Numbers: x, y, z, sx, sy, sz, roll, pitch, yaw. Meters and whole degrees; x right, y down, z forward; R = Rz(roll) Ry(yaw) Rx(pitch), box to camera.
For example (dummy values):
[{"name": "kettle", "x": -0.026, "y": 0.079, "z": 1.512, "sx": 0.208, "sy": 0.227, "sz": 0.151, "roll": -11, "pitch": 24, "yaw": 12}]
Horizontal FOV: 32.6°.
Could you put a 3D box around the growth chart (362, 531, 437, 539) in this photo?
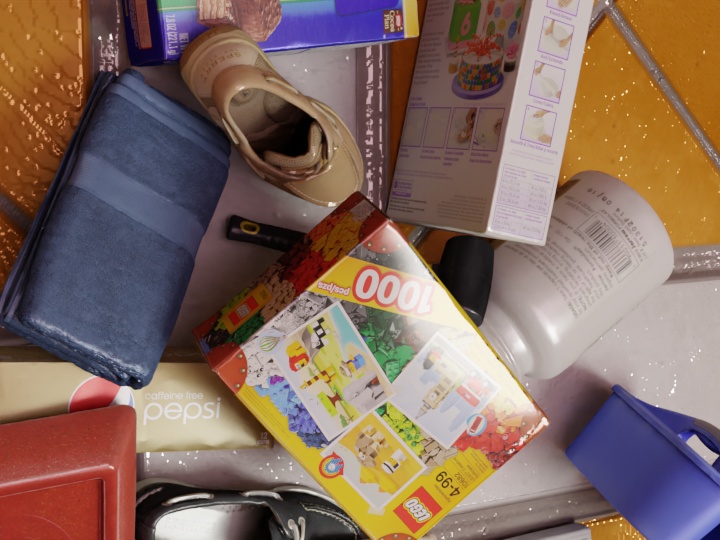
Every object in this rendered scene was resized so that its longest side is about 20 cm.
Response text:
[{"name": "growth chart", "x": 0.009, "y": 0.297, "z": 0.929, "sx": 0.144, "sy": 0.018, "sz": 0.201, "roll": 14, "pitch": 71, "yaw": -43}]

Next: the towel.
[{"name": "towel", "x": -0.156, "y": -0.028, "z": 0.812, "sx": 0.111, "sy": 0.048, "sz": 0.201, "roll": 33, "pitch": 56, "yaw": -29}]

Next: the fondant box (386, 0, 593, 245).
[{"name": "fondant box", "x": 0.094, "y": -0.126, "z": 0.915, "sx": 0.058, "sy": 0.144, "sz": 0.201, "roll": 9, "pitch": 92, "yaw": -29}]

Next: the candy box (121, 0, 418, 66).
[{"name": "candy box", "x": -0.064, "y": -0.234, "z": 0.852, "sx": 0.199, "sy": 0.077, "sz": 0.170, "roll": -11, "pitch": 102, "yaw": -28}]

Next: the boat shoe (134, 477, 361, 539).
[{"name": "boat shoe", "x": -0.079, "y": 0.197, "z": 0.910, "sx": 0.199, "sy": 0.060, "sz": 0.076, "roll": 8, "pitch": 92, "yaw": -30}]

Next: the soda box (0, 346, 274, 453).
[{"name": "soda box", "x": -0.158, "y": 0.088, "z": 0.847, "sx": 0.199, "sy": 0.068, "sz": 0.064, "roll": 2, "pitch": 95, "yaw": -29}]

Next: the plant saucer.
[{"name": "plant saucer", "x": -0.238, "y": 0.192, "z": 0.791, "sx": 0.199, "sy": 0.037, "sz": 0.200, "roll": -7, "pitch": 121, "yaw": -24}]

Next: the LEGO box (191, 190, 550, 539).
[{"name": "LEGO box", "x": 0.009, "y": 0.072, "z": 0.836, "sx": 0.149, "sy": 0.077, "sz": 0.200, "roll": -41, "pitch": 115, "yaw": -2}]

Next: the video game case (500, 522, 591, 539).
[{"name": "video game case", "x": 0.114, "y": 0.323, "z": 1.056, "sx": 0.199, "sy": 0.024, "sz": 0.183, "roll": -6, "pitch": 100, "yaw": -29}]

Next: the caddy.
[{"name": "caddy", "x": 0.265, "y": 0.172, "z": 1.029, "sx": 0.105, "sy": 0.200, "sz": 0.141, "roll": -47, "pitch": 119, "yaw": 3}]

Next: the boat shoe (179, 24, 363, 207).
[{"name": "boat shoe", "x": -0.051, "y": -0.088, "z": 0.849, "sx": 0.071, "sy": 0.065, "sz": 0.200, "roll": -41, "pitch": 144, "yaw": 9}]

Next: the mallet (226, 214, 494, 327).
[{"name": "mallet", "x": 0.000, "y": 0.000, "z": 0.900, "sx": 0.199, "sy": 0.041, "sz": 0.066, "roll": 7, "pitch": 64, "yaw": -7}]

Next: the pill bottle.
[{"name": "pill bottle", "x": 0.142, "y": 0.020, "z": 0.978, "sx": 0.200, "sy": 0.114, "sz": 0.115, "roll": -38, "pitch": 113, "yaw": -17}]
